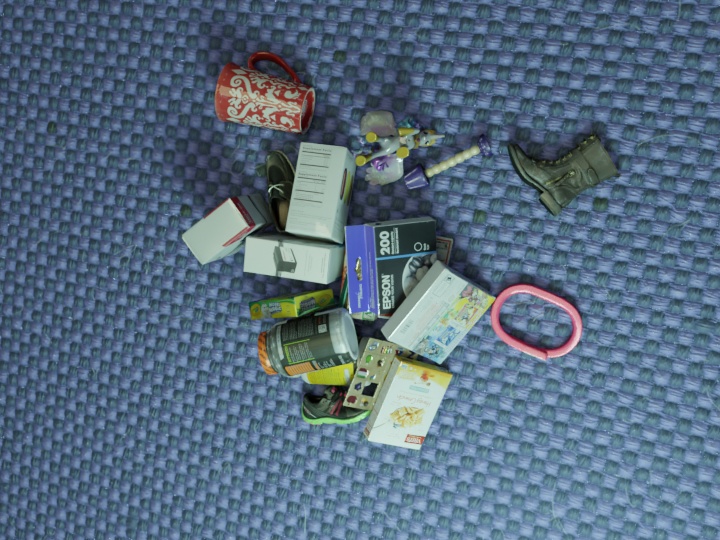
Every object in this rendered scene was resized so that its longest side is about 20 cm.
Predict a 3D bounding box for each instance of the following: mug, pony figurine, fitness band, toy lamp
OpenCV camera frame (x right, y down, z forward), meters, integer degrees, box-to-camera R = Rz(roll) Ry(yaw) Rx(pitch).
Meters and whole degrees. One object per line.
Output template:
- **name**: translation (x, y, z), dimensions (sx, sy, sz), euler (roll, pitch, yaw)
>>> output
- **mug**: translation (-0.208, -0.405, 1.540), dimensions (0.199, 0.133, 0.178), euler (15, 101, 9)
- **pony figurine**: translation (0.065, -0.270, 1.470), dimensions (0.192, 0.200, 0.167), euler (-6, 101, 30)
- **fitness band**: translation (0.386, 0.112, 1.491), dimensions (0.199, 0.037, 0.144), euler (24, 98, 10)
- **toy lamp**: translation (0.189, -0.235, 1.495), dimensions (0.199, 0.058, 0.058), euler (-23, 90, 12)

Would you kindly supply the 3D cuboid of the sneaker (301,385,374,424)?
- **sneaker**: translation (-0.049, 0.312, 1.596), dimensions (0.199, 0.077, 0.084), euler (-9, 97, 14)

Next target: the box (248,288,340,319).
- **box**: translation (-0.149, 0.077, 1.533), dimensions (0.199, 0.117, 0.049), euler (-5, 95, 45)

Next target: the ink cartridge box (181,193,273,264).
- **ink cartridge box**: translation (-0.294, -0.099, 1.554), dimensions (0.145, 0.200, 0.084), euler (-36, 90, 15)

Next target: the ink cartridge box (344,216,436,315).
- **ink cartridge box**: translation (0.070, -0.007, 1.469), dimensions (0.199, 0.043, 0.199), euler (-7, 104, -14)

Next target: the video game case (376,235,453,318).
- **video game case**: translation (0.122, 0.016, 1.521), dimensions (0.142, 0.017, 0.201), euler (8, 98, -16)

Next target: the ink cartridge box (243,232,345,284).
- **ink cartridge box**: translation (-0.147, -0.030, 1.550), dimensions (0.199, 0.145, 0.084), euler (9, 98, 13)

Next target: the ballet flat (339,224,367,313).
- **ballet flat**: translation (0.000, 0.000, 1.507), dimensions (0.065, 0.071, 0.201), euler (8, 101, -15)

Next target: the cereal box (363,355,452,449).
- **cereal box**: translation (0.107, 0.303, 1.538), dimensions (0.143, 0.040, 0.201), euler (16, 101, -25)

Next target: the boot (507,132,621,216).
- **boot**: translation (0.428, -0.231, 1.437), dimensions (0.174, 0.069, 0.200), euler (-39, 90, 9)

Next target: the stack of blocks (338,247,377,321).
- **stack of blocks**: translation (0.021, 0.010, 1.557), dimensions (0.115, 0.059, 0.201), euler (9, 97, 13)

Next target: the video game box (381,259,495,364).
- **video game box**: translation (0.171, 0.094, 1.478), dimensions (0.182, 0.047, 0.200), euler (29, 106, -36)

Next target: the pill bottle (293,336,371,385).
- **pill bottle**: translation (-0.073, 0.208, 1.572), dimensions (0.199, 0.112, 0.113), euler (0, 95, 14)

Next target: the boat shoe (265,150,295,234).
- **boat shoe**: translation (-0.185, -0.183, 1.587), dimensions (0.071, 0.068, 0.201), euler (-9, 92, 16)

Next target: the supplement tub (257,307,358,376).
- **supplement tub**: translation (-0.114, 0.159, 1.472), dimensions (0.199, 0.123, 0.123), euler (-13, 92, 11)

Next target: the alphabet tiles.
- **alphabet tiles**: translation (0.075, 0.247, 1.532), dimensions (0.199, 0.008, 0.168), euler (17, 101, -27)

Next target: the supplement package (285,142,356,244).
- **supplement package**: translation (-0.086, -0.172, 1.522), dimensions (0.109, 0.114, 0.201), euler (9, 87, 13)
